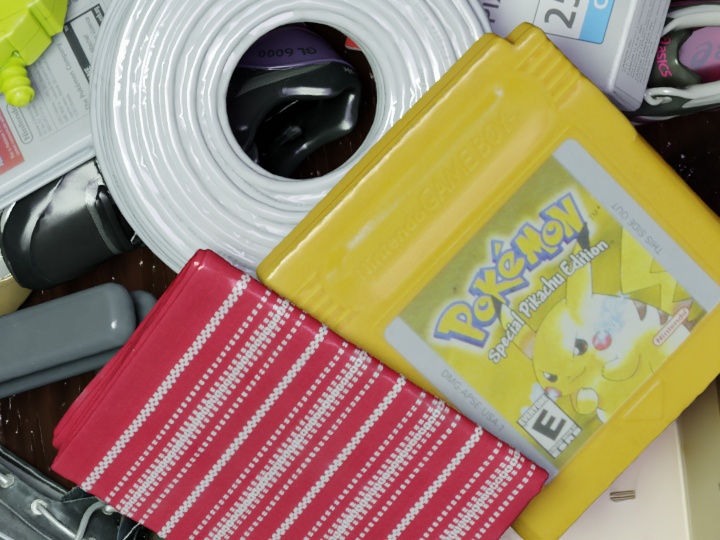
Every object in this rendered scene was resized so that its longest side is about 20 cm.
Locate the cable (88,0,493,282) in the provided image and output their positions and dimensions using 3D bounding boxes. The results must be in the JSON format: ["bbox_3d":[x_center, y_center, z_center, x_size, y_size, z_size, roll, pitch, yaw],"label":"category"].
[{"bbox_3d":[-0.030,-0.079,1.439,0.199,0.069,0.201,10,94,-9],"label":"cable"}]

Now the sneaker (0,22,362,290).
[{"bbox_3d":[-0.089,-0.053,1.502,0.200,0.076,0.088,-39,43,-9],"label":"sneaker"}]

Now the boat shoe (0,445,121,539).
[{"bbox_3d":[-0.140,0.136,1.529,0.199,0.074,0.068,27,91,16],"label":"boat shoe"}]

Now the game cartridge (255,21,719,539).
[{"bbox_3d":[0.079,0.007,1.419,0.176,0.032,0.200,-46,111,0],"label":"game cartridge"}]

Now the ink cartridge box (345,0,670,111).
[{"bbox_3d":[0.083,-0.194,1.507,0.176,0.045,0.201,14,85,30],"label":"ink cartridge box"}]

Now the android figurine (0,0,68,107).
[{"bbox_3d":[-0.217,-0.152,1.504,0.182,0.041,0.200,-27,61,4],"label":"android figurine"}]

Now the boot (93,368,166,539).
[{"bbox_3d":[-0.087,0.104,1.484,0.075,0.097,0.200,-39,87,30],"label":"boot"}]

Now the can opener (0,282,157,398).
[{"bbox_3d":[-0.192,0.036,1.503,0.199,0.053,0.067,-12,78,28],"label":"can opener"}]

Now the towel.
[{"bbox_3d":[-0.032,0.090,1.412,0.200,0.023,0.145,33,118,-10],"label":"towel"}]

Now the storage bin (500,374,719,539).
[{"bbox_3d":[0.101,0.149,1.510,0.198,0.094,0.201,-6,87,2],"label":"storage bin"}]

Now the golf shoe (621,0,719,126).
[{"bbox_3d":[0.129,-0.106,1.523,0.199,0.088,0.077,-12,89,3],"label":"golf shoe"}]

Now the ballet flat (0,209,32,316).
[{"bbox_3d":[-0.174,-0.054,1.541,0.068,0.063,0.200,28,89,4],"label":"ballet flat"}]

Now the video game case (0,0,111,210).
[{"bbox_3d":[-0.209,-0.116,1.523,0.182,0.023,0.200,-29,63,3],"label":"video game case"}]
